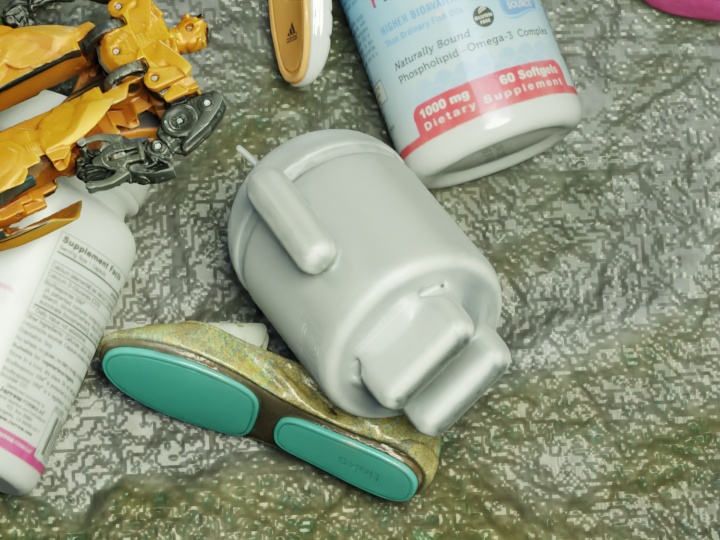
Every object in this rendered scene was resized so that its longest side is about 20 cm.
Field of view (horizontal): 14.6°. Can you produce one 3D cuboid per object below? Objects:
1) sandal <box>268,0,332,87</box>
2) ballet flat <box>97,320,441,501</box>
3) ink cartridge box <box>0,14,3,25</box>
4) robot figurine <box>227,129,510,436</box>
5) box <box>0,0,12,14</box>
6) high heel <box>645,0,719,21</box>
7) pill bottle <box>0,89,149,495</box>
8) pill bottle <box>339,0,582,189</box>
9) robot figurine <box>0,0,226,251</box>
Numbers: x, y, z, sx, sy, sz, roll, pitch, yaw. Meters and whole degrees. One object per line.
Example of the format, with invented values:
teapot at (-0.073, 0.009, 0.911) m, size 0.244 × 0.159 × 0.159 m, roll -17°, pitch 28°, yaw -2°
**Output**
sandal at (-0.056, -0.207, 1.590) m, size 0.059 × 0.079 × 0.208 m, roll -3°, pitch 84°, yaw -26°
ballet flat at (-0.047, 0.065, 1.568) m, size 0.199 × 0.071 × 0.071 m, roll 22°, pitch 77°, yaw -2°
ink cartridge box at (-0.159, -0.243, 1.620) m, size 0.199 × 0.048 × 0.146 m, roll -25°, pitch 83°, yaw -10°
robot figurine at (0.000, 0.000, 1.531) m, size 0.113 × 0.170 × 0.200 m, roll -42°, pitch 49°, yaw 4°
box at (-0.293, -0.208, 1.493) m, size 0.171 × 0.200 × 0.200 m, roll -30°, pitch 83°, yaw 14°
high heel at (0.169, -0.207, 1.621) m, size 0.199 × 0.096 × 0.068 m, roll 29°, pitch 74°, yaw 0°
pill bottle at (-0.191, 0.010, 1.529) m, size 0.113 × 0.113 × 0.201 m, roll 23°, pitch 76°, yaw -2°
pill bottle at (0.044, -0.156, 1.596) m, size 0.108 × 0.109 × 0.201 m, roll -19°, pitch 81°, yaw -11°
robot figurine at (-0.168, -0.082, 1.471) m, size 0.199 × 0.058 × 0.146 m, roll -24°, pitch 65°, yaw -6°
